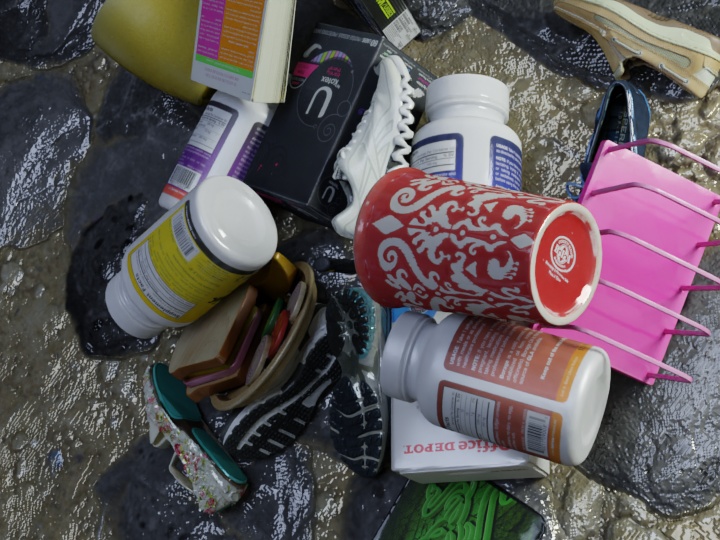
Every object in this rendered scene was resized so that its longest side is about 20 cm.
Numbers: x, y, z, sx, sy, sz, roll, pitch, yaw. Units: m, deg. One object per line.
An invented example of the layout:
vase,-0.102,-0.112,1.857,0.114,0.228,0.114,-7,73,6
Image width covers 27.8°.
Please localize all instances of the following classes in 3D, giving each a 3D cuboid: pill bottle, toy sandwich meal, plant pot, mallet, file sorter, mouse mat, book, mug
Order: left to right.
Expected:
pill bottle,-0.190,-0.008,1.577,0.199,0.111,0.112,-36,59,36
plant pot,-0.196,-0.283,1.719,0.200,0.200,0.142,-42,85,9
pill bottle,-0.140,-0.138,1.669,0.111,0.111,0.201,26,86,31
book,-0.128,-0.295,1.580,0.133,0.048,0.202,23,110,44
toy sandwich meal,-0.126,0.061,1.577,0.205,0.070,0.206,-46,23,26
mallet,0.000,0.000,1.505,0.065,0.199,0.042,-12,81,34
mouse mat,0.080,0.299,1.474,0.160,0.008,0.201,30,88,32
pill bottle,0.110,-0.095,1.521,0.118,0.120,0.202,-5,71,26
pill bottle,0.124,0.103,1.357,0.198,0.112,0.113,15,81,22
mug,0.123,-0.022,1.332,0.199,0.176,0.135,10,104,44
file sorter,0.274,-0.008,1.369,0.138,0.125,0.202,24,84,-12

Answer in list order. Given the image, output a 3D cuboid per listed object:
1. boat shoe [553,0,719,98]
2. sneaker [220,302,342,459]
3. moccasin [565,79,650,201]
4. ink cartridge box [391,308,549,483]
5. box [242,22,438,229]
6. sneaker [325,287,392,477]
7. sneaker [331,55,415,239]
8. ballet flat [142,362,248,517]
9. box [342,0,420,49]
boat shoe,0.279,-0.235,1.512,0.199,0.071,0.077,28,99,31
sneaker,-0.081,0.121,1.589,0.200,0.074,0.080,-47,38,6
moccasin,0.246,-0.097,1.480,0.080,0.068,0.202,-1,74,27
ink cartridge box,0.111,0.109,1.471,0.144,0.084,0.202,-6,71,21
box,-0.022,-0.154,1.603,0.122,0.106,0.202,19,83,46
sneaker,0.020,0.116,1.524,0.077,0.086,0.203,6,100,44
sneaker,0.014,-0.126,1.515,0.080,0.075,0.203,6,87,-2
ballet flat,-0.199,0.190,1.617,0.064,0.075,0.200,-48,56,14
box,-0.031,-0.358,1.633,0.047,0.200,0.194,-40,59,2
